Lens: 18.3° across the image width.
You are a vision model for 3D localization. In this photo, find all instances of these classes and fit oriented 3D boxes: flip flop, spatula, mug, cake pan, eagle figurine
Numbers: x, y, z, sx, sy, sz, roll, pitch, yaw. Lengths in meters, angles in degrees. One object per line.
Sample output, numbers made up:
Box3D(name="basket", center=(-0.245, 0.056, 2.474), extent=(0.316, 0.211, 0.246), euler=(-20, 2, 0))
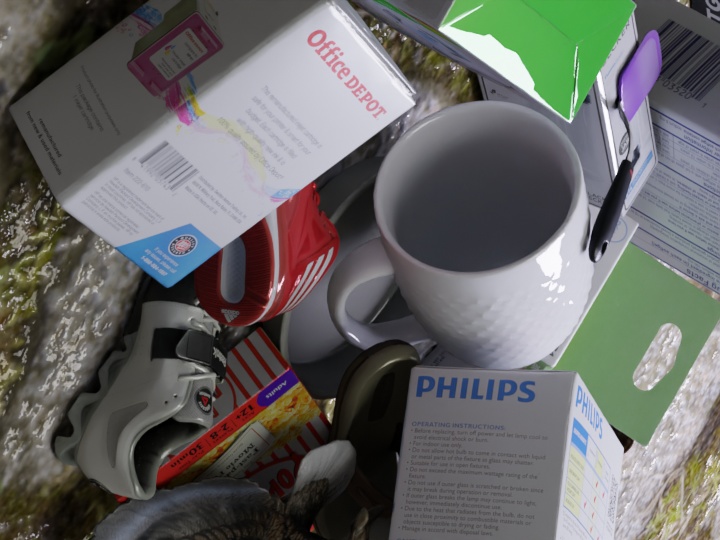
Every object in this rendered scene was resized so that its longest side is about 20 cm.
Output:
Box3D(name="flip flop", center=(0.015, 0.138, 1.622), extent=(0.081, 0.058, 0.201), euler=(-20, 137, -36))
Box3D(name="spatula", center=(0.188, -0.088, 1.595), extent=(0.057, 0.020, 0.201), euler=(73, 28, -52))
Box3D(name="mug", center=(0.071, -0.002, 1.606), extent=(0.199, 0.148, 0.176), euler=(-21, 146, -1))
Box3D(name="cake pan", center=(0.000, 0.000, 1.658), extent=(0.200, 0.037, 0.201), euler=(-35, 143, -33))
Box3D(name="eagle figurine", center=(-0.086, 0.209, 1.562), extent=(0.151, 0.199, 0.153), euler=(-46, 129, -62))

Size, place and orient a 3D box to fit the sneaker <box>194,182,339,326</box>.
Box3D(name="sneaker", center=(-0.058, -0.065, 1.486), extent=(0.115, 0.078, 0.201), euler=(-2, 105, -70))

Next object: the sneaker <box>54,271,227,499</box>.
Box3D(name="sneaker", center=(-0.118, 0.063, 1.502), extent=(0.074, 0.088, 0.201), euler=(25, 94, -57))

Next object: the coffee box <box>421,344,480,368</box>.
Box3D(name="coffee box", center=(0.113, 0.133, 1.893), extent=(0.113, 0.080, 0.200), euler=(-48, 147, -16))

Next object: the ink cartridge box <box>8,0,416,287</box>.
Box3D(name="ink cartridge box", center=(-0.085, -0.100, 1.345), extent=(0.200, 0.085, 0.145), euler=(-35, 149, 7))

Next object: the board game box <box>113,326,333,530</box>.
Box3D(name="board game box", center=(-0.089, 0.145, 1.620), extent=(0.151, 0.046, 0.200), euler=(-38, 146, -3))

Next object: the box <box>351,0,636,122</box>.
Box3D(name="box", center=(0.052, -0.198, 1.423), extent=(0.097, 0.176, 0.200), euler=(-60, 149, 3))

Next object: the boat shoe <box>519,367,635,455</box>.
Box3D(name="boat shoe", center=(0.160, 0.121, 1.803), extent=(0.200, 0.072, 0.076), euler=(4, 111, -54))

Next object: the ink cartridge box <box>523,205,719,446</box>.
Box3D(name="ink cartridge box", center=(0.180, 0.024, 1.769), extent=(0.146, 0.199, 0.048), euler=(-57, 177, -19))

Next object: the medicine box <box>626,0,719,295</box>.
Box3D(name="medicine box", center=(0.262, -0.100, 1.798), extent=(0.103, 0.182, 0.200), euler=(-43, 146, -22))

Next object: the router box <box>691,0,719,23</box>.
Box3D(name="router box", center=(0.344, -0.278, 1.883), extent=(0.157, 0.052, 0.200), euler=(-45, 147, -19))

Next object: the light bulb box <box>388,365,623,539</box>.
Box3D(name="light bulb box", center=(0.105, 0.192, 1.603), extent=(0.198, 0.124, 0.201), euler=(52, 44, -64))

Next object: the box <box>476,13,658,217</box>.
Box3D(name="box", center=(0.151, -0.137, 1.668), extent=(0.060, 0.116, 0.200), euler=(-54, 149, -23))
